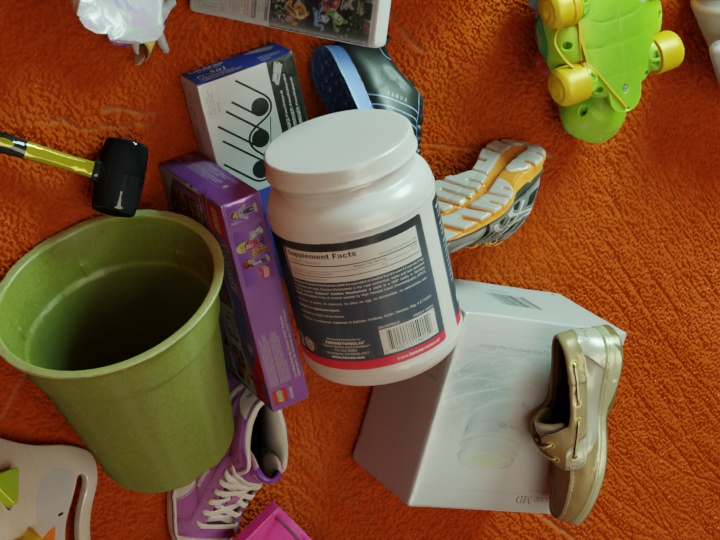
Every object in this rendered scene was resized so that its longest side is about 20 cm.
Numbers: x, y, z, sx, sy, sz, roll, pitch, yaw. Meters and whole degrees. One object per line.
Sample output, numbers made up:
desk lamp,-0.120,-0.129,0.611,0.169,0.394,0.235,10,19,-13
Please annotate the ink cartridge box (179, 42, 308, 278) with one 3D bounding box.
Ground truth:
ink cartridge box,-0.087,-0.092,1.459,0.094,0.044,0.200,-22,118,-19

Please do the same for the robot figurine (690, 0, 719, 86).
robot figurine,0.402,-0.242,1.641,0.170,0.113,0.200,-47,124,-24

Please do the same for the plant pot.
plant pot,-0.190,0.083,1.398,0.200,0.200,0.190,-30,133,-17

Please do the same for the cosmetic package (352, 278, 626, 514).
cosmetic package,0.125,0.124,1.614,0.199,0.123,0.200,8,105,-31

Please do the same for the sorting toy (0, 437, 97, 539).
sorting toy,-0.308,0.230,1.436,0.180,0.107,0.200,-12,115,-47

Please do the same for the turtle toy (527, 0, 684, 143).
turtle toy,0.222,-0.212,1.557,0.146,0.101,0.200,-20,117,-22

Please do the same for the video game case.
video game case,-0.050,-0.295,1.337,0.023,0.182,0.200,-22,123,-60

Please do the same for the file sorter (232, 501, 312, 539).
file sorter,-0.053,0.345,1.534,0.139,0.125,0.200,-44,132,-7

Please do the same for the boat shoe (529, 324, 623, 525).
boat shoe,0.194,0.145,1.551,0.066,0.074,0.200,2,106,-17

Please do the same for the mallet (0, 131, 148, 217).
mallet,-0.267,-0.107,1.358,0.200,0.041,0.066,24,76,-25

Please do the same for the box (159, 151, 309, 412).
box,-0.110,0.008,1.427,0.039,0.137,0.200,-23,118,-21

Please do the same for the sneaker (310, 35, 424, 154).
sneaker,0.029,-0.118,1.463,0.078,0.070,0.200,-20,87,-31

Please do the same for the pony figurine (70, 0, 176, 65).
pony figurine,-0.170,-0.253,1.290,0.200,0.167,0.193,-50,151,19

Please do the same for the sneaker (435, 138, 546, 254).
sneaker,0.114,-0.054,1.540,0.200,0.078,0.077,-35,138,-45

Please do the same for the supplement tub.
supplement tub,0.002,-0.018,1.366,0.140,0.140,0.200,-24,118,-20

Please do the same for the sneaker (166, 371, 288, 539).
sneaker,-0.119,0.195,1.505,0.073,0.114,0.201,1,108,-32
